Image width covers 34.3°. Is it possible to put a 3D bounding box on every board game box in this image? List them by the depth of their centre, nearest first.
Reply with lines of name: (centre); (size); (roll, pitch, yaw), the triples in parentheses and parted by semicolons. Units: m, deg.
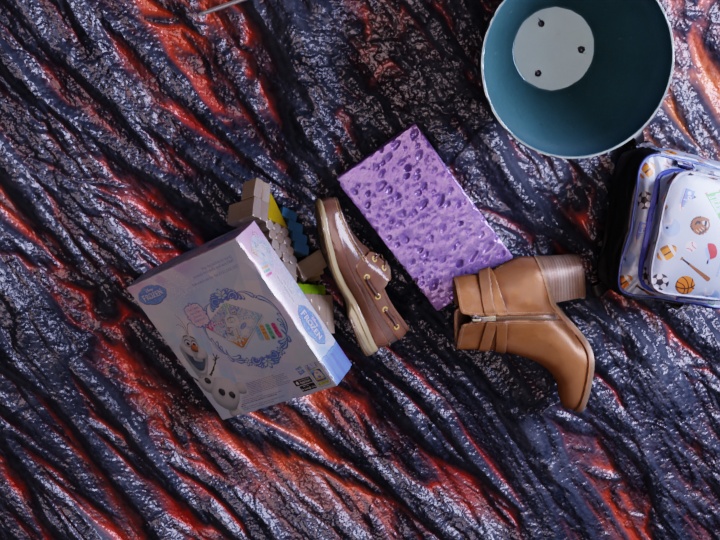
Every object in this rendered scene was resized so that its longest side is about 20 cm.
board game box: (-0.139, 0.063, 1.321); (0.199, 0.043, 0.199); (-20, 111, 40)

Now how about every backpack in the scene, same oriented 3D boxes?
backpack: (0.381, -0.043, 1.313); (0.189, 0.154, 0.201); (7, 103, -15)

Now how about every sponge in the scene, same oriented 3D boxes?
sponge: (0.075, -0.061, 1.352); (0.111, 0.030, 0.200); (-36, 104, 9)

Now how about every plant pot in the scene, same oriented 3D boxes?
plant pot: (0.218, -0.231, 1.252); (0.199, 0.135, 0.201); (-1, 106, -2)

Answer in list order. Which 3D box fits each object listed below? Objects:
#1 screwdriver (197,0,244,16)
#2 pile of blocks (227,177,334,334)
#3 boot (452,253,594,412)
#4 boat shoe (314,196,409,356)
screwdriver: (-0.085, -0.315, 1.274); (0.199, 0.028, 0.029); (-14, 76, 3)
pile of blocks: (-0.094, -0.010, 1.353); (0.062, 0.082, 0.201); (-14, 101, 42)
boot: (0.188, 0.082, 1.363); (0.154, 0.077, 0.201); (-10, 112, -5)
boat shoe: (0.000, 0.001, 1.350); (0.067, 0.072, 0.201); (-21, 112, -1)
